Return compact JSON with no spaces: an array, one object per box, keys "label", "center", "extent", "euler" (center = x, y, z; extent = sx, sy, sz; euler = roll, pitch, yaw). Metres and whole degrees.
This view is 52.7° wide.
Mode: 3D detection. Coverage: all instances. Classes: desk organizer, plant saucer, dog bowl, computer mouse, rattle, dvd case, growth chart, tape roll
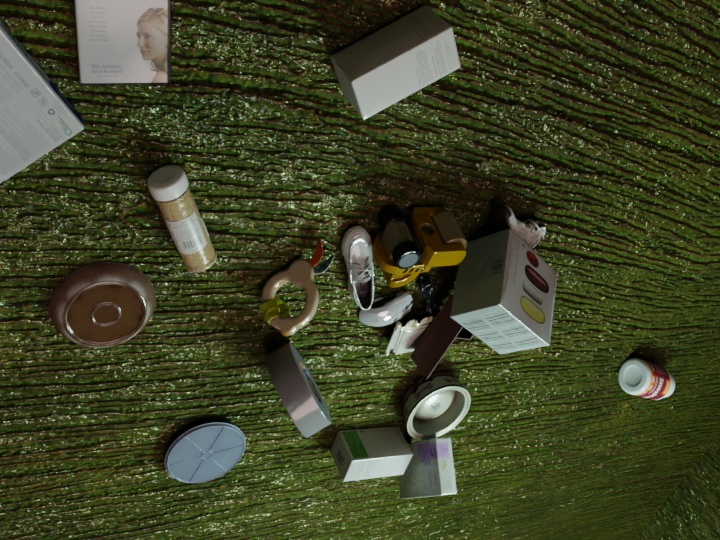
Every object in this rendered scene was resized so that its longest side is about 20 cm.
[{"label":"desk organizer","center":[0.208,0.162,1.749],"extent":[0.071,0.077,0.203],"euler":[9,121,-43]},{"label":"plant saucer","center":[-0.487,0.076,1.385],"extent":[0.195,0.032,0.204],"euler":[-15,133,-17]},{"label":"dog bowl","center":[0.199,0.362,1.972],"extent":[0.195,0.074,0.204],"euler":[-15,132,-17]},{"label":"computer mouse","center":[0.091,0.090,1.709],"extent":[0.195,0.044,0.112],"euler":[-19,134,-14]},{"label":"rattle","center":[-0.117,0.043,1.540],"extent":[0.203,0.128,0.143],"euler":[-60,147,-10]},{"label":"dvd case","center":[-0.355,-0.378,1.093],"extent":[0.139,0.018,0.204],"euler":[-7,129,-23]},{"label":"growth chart","center":[0.148,0.156,1.783],"extent":[0.195,0.018,0.146],"euler":[-6,139,-33]},{"label":"tape roll","center":[-0.137,0.264,1.614],"extent":[0.065,0.202,0.202],"euler":[-28,135,-3]}]

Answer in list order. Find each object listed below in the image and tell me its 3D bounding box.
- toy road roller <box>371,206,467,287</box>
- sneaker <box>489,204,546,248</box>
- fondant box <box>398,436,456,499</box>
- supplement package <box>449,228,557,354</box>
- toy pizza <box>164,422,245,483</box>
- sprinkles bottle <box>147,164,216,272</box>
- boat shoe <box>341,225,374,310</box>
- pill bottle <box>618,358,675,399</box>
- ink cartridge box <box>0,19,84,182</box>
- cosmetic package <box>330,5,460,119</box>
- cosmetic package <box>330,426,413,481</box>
[{"label":"toy road roller","center":[0.117,-0.045,1.566],"extent":[0.195,0.125,0.148],"euler":[-6,144,-24]},{"label":"sneaker","center":[0.371,-0.108,1.696],"extent":[0.114,0.076,0.202],"euler":[-38,143,-8]},{"label":"fondant box","center":[0.178,0.545,2.001],"extent":[0.057,0.149,0.199],"euler":[6,159,-31]},{"label":"supplement package","center":[0.330,0.053,1.657],"extent":[0.198,0.196,0.145],"euler":[34,146,-33]},{"label":"toy pizza","center":[-0.371,0.430,1.739],"extent":[0.195,0.032,0.204],"euler":[-15,131,-18]},{"label":"sprinkles bottle","center":[-0.319,-0.090,1.314],"extent":[0.067,0.069,0.203],"euler":[-22,134,-10]},{"label":"boat shoe","center":[0.000,0.000,1.566],"extent":[0.070,0.069,0.204],"euler":[-13,131,-19]},{"label":"pill bottle","center":[0.929,0.354,2.346],"extent":[0.196,0.114,0.114],"euler":[16,118,-37]},{"label":"ink cartridge box","center":[-0.552,-0.239,1.080],"extent":[0.197,0.041,0.201],"euler":[-32,135,-1]},{"label":"cosmetic package","center":[0.060,-0.364,1.264],"extent":[0.196,0.109,0.086],"euler":[-29,136,-2]},{"label":"cosmetic package","center":[0.030,0.493,1.962],"extent":[0.195,0.108,0.086],"euler":[1,126,-32]}]
